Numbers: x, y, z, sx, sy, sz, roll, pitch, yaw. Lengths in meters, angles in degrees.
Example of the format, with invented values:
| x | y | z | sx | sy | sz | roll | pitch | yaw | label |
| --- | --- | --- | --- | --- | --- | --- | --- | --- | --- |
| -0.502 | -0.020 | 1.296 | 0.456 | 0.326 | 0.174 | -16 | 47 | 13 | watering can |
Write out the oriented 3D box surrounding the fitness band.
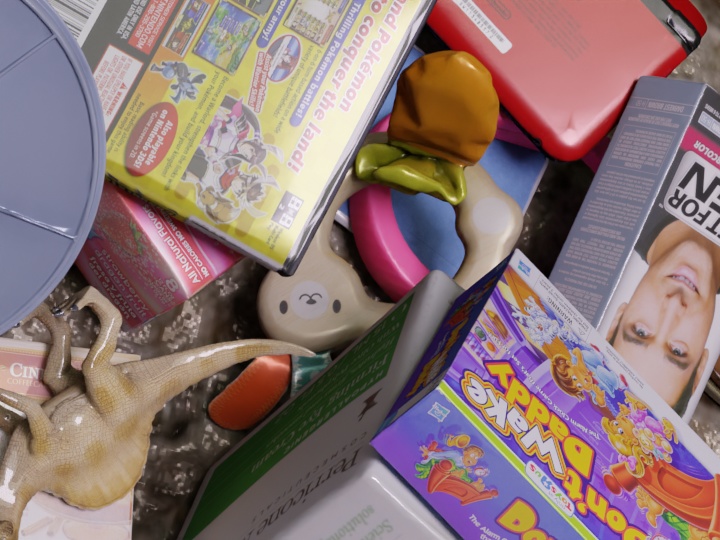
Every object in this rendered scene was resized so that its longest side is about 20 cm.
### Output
| x | y | z | sx | sy | sz | roll | pitch | yaw | label |
| --- | --- | --- | --- | --- | --- | --- | --- | --- | --- |
| 0.087 | -0.031 | 1.043 | 0.199 | 0.037 | 0.145 | 10 | 72 | -25 | fitness band |

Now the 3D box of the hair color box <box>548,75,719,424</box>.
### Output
| x | y | z | sx | sy | sz | roll | pitch | yaw | label |
| --- | --- | --- | --- | --- | --- | --- | --- | --- | --- |
| 0.170 | 0.000 | 1.016 | 0.099 | 0.061 | 0.201 | 28 | 85 | -34 | hair color box |

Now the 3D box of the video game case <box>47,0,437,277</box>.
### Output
| x | y | z | sx | sy | sz | roll | pitch | yaw | label |
| --- | --- | --- | --- | --- | --- | --- | --- | --- | --- |
| -0.065 | -0.127 | 0.824 | 0.180 | 0.025 | 0.201 | 29 | 84 | -9 | video game case |

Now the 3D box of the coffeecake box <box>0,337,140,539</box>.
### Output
| x | y | z | sx | sy | sz | roll | pitch | yaw | label |
| --- | --- | --- | --- | --- | --- | --- | --- | --- | --- |
| -0.192 | 0.134 | 0.839 | 0.153 | 0.073 | 0.202 | 9 | 72 | -26 | coffeecake box |

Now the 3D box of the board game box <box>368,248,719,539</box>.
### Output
| x | y | z | sx | sy | sz | roll | pitch | yaw | label |
| --- | --- | --- | --- | --- | --- | --- | --- | --- | --- |
| 0.106 | 0.101 | 0.772 | 0.200 | 0.045 | 0.135 | 45 | 32 | -6 | board game box |

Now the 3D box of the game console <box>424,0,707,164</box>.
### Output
| x | y | z | sx | sy | sz | roll | pitch | yaw | label |
| --- | --- | --- | --- | --- | --- | --- | --- | --- | --- |
| 0.108 | -0.181 | 1.087 | 0.172 | 0.119 | 0.200 | -43 | 89 | -9 | game console |

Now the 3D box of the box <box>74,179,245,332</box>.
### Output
| x | y | z | sx | sy | sz | roll | pitch | yaw | label |
| --- | --- | --- | --- | --- | --- | --- | --- | --- | --- |
| -0.125 | -0.083 | 0.885 | 0.102 | 0.095 | 0.201 | -37 | 96 | -29 | box |

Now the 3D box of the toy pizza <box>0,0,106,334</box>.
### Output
| x | y | z | sx | sy | sz | roll | pitch | yaw | label |
| --- | --- | --- | --- | --- | --- | --- | --- | --- | --- |
| -0.211 | -0.051 | 0.765 | 0.199 | 0.032 | 0.202 | -7 | 113 | -16 | toy pizza |

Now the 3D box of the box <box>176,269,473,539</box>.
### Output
| x | y | z | sx | sy | sz | roll | pitch | yaw | label |
| --- | --- | --- | --- | --- | --- | --- | --- | --- | --- |
| 0.030 | 0.156 | 0.853 | 0.200 | 0.199 | 0.172 | 40 | 32 | -13 | box |

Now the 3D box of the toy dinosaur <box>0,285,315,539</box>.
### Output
| x | y | z | sx | sy | sz | roll | pitch | yaw | label |
| --- | --- | --- | --- | --- | --- | --- | --- | --- | --- |
| -0.126 | 0.060 | 0.833 | 0.200 | 0.058 | 0.102 | -36 | 110 | -24 | toy dinosaur |

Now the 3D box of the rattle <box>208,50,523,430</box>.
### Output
| x | y | z | sx | sy | sz | roll | pitch | yaw | label |
| --- | --- | --- | --- | --- | --- | --- | --- | --- | --- |
| 0.000 | 0.000 | 0.913 | 0.200 | 0.143 | 0.130 | -41 | 95 | -15 | rattle |

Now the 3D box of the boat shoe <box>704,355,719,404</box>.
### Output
| x | y | z | sx | sy | sz | roll | pitch | yaw | label |
| --- | --- | --- | --- | --- | --- | --- | --- | --- | --- |
| 0.231 | 0.015 | 1.105 | 0.072 | 0.068 | 0.200 | -41 | 98 | -31 | boat shoe |

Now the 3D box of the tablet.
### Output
| x | y | z | sx | sy | sz | roll | pitch | yaw | label |
| --- | --- | --- | --- | --- | --- | --- | --- | --- | --- |
| 0.016 | -0.077 | 1.045 | 0.200 | 0.014 | 0.131 | 36 | 62 | -17 | tablet |
